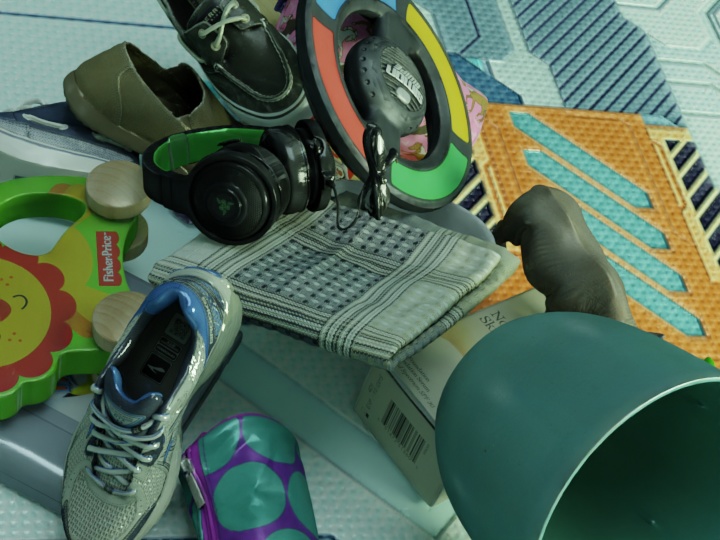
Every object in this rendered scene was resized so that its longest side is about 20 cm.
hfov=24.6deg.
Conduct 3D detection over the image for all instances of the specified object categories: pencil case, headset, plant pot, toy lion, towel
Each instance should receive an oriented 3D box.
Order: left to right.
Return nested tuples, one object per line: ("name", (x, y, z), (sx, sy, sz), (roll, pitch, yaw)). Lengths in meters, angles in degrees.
("toy lion", (-0.236, 0.014, 1.132), (0.191, 0.069, 0.200), (0, 49, -12))
("pencil case", (-0.067, 0.196, 1.060), (0.092, 0.085, 0.200), (14, 44, -32))
("headset", (-0.062, -0.075, 1.132), (0.200, 0.094, 0.123), (19, 30, 35))
("towel", (-0.013, -0.006, 1.140), (0.192, 0.035, 0.200), (18, 28, 24))
("pencil case", (0.016, -0.160, 1.356), (0.200, 0.086, 0.083), (34, 70, -32))
("plant pot", (0.144, 0.119, 1.077), (0.200, 0.201, 0.161), (-12, 32, -30))

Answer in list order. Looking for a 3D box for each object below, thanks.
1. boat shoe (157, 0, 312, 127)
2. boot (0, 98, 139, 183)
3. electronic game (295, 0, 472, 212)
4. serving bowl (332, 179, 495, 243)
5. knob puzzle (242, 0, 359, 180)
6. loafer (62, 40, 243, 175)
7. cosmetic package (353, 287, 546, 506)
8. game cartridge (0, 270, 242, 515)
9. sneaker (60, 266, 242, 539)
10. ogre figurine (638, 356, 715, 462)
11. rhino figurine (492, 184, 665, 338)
("boat shoe", (-0.106, -0.181, 1.271), (0.071, 0.064, 0.200), (-43, 58, -1))
("boot", (-0.265, -0.096, 1.263), (0.200, 0.073, 0.090), (17, 38, -18))
("electronic game", (0.020, -0.138, 1.239), (0.200, 0.042, 0.200), (32, 47, -42))
("serving bowl", (0.000, 0.000, 1.242), (0.200, 0.066, 0.200), (3, 26, -2))
("knob puzzle", (-0.050, -0.151, 1.372), (0.220, 0.030, 0.220), (24, 55, -38))
("loafer", (-0.134, -0.115, 1.287), (0.200, 0.067, 0.076), (22, 38, -39))
("cosmetic package", (0.106, 0.086, 1.238), (0.200, 0.071, 0.105), (-23, 61, -36))
("game cartridge", (-0.181, 0.081, 1.153), (0.133, 0.040, 0.200), (24, 45, 5))
("sneaker", (-0.145, 0.089, 1.035), (0.077, 0.200, 0.085), (22, 2, 8))
("ogre figurine", (0.268, 0.131, 1.233), (0.098, 0.200, 0.120), (-39, 83, -1))
("rhino figurine", (0.160, 0.020, 1.205), (0.060, 0.087, 0.200), (-10, 52, -28))
